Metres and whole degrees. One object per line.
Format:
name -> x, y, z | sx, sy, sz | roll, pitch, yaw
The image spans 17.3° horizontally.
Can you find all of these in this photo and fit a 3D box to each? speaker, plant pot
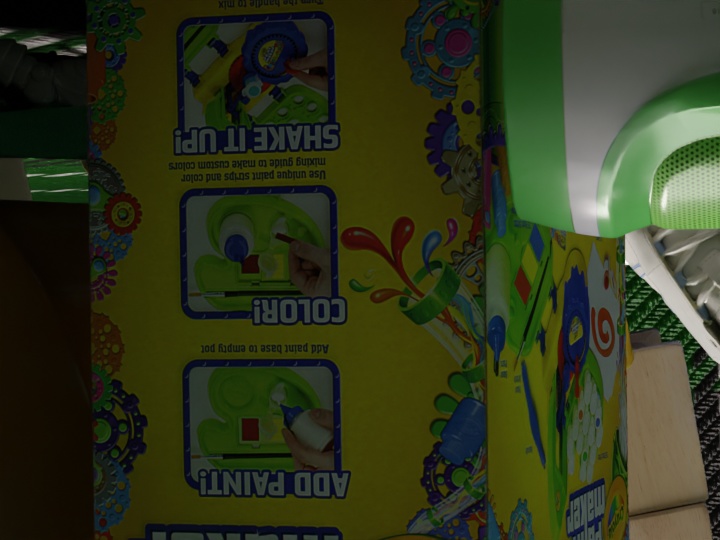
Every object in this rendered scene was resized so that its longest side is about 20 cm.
speaker -> 0.137, -0.052, 0.597 | 0.198, 0.089, 0.088 | -1, 180, 9
plant pot -> -0.121, 0.054, 0.839 | 0.199, 0.202, 0.182 | -1, -170, 45

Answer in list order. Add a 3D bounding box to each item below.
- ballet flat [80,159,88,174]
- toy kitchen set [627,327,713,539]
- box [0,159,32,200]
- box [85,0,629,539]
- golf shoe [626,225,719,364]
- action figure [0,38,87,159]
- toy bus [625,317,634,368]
ballet flat -> -0.085, -0.060, 0.931 | 0.070, 0.071, 0.200 | -1, 180, -10
toy kitchen set -> 0.067, 0.134, 1.101 | 0.198, 0.182, 0.163 | -10, -176, -1
box -> -0.181, 0.011, 1.075 | 0.068, 0.083, 0.201 | -2, -135, -21
box -> 0.009, 0.006, 0.742 | 0.121, 0.194, 0.200 | -1, 180, 17
golf shoe -> 0.134, -0.013, 0.887 | 0.200, 0.078, 0.097 | 40, -165, -28
action figure -> -0.135, -0.060, 0.809 | 0.198, 0.055, 0.118 | 3, 178, -3
toy bus -> 0.000, 0.000, 0.941 | 0.199, 0.193, 0.136 | -33, -131, -21
